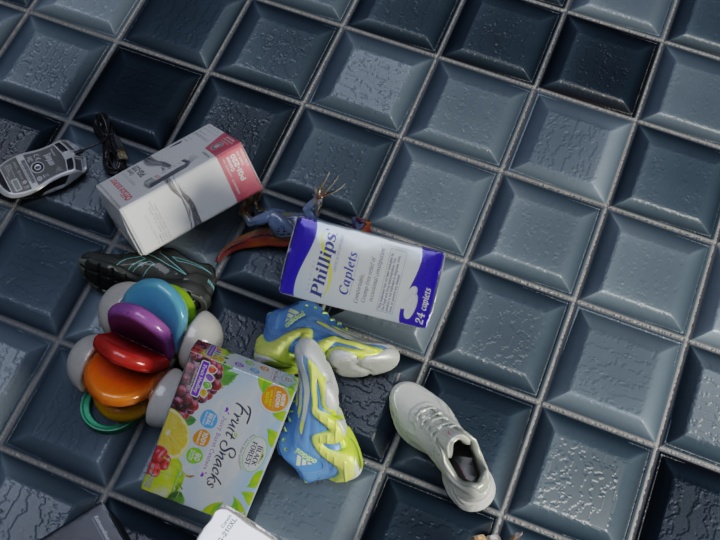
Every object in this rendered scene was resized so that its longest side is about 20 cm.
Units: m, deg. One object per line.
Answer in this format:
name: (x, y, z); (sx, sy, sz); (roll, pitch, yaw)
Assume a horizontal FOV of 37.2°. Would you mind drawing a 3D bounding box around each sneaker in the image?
sneaker: (-0.072, 0.192, 1.394); (0.105, 0.076, 0.201); (-18, 98, 5)
sneaker: (0.111, 0.216, 1.402); (0.078, 0.099, 0.200); (-35, 69, -16)
sneaker: (-0.046, 0.087, 1.472); (0.199, 0.076, 0.105); (1, 63, 2)
sneaker: (-0.303, 0.006, 1.533); (0.199, 0.076, 0.079); (16, 51, 1)

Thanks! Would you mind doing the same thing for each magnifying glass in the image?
magnifying glass: (-0.285, 0.169, 1.470); (0.199, 0.022, 0.080); (-14, 65, -8)

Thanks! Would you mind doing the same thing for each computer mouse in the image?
computer mouse: (-0.456, -0.161, 1.623); (0.199, 0.044, 0.110); (-25, 71, -18)

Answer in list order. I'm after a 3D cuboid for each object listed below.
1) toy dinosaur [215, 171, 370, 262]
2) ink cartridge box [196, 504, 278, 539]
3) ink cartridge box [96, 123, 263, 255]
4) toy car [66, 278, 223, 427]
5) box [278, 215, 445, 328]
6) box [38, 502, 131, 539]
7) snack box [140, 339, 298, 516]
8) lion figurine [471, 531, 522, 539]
toy dinosaur: (-0.084, -0.062, 1.575); (0.181, 0.105, 0.201); (29, 101, 4)
ink cartridge box: (-0.161, 0.379, 1.267); (0.084, 0.200, 0.145); (29, 68, 14)
ink cartridge box: (-0.264, -0.120, 1.543); (0.200, 0.085, 0.146); (-33, 29, -14)
toy car: (-0.291, 0.097, 1.410); (0.174, 0.150, 0.201); (22, 69, 12)
box: (0.000, 0.000, 1.439); (0.199, 0.184, 0.105); (14, 90, -2)
box: (-0.357, 0.407, 1.305); (0.200, 0.107, 0.149); (-30, 67, -13)
snack box: (-0.179, 0.207, 1.361); (0.142, 0.053, 0.201); (21, 104, -4)
lion figurine: (0.122, 0.400, 1.330); (0.199, 0.073, 0.123); (-10, 71, -9)
